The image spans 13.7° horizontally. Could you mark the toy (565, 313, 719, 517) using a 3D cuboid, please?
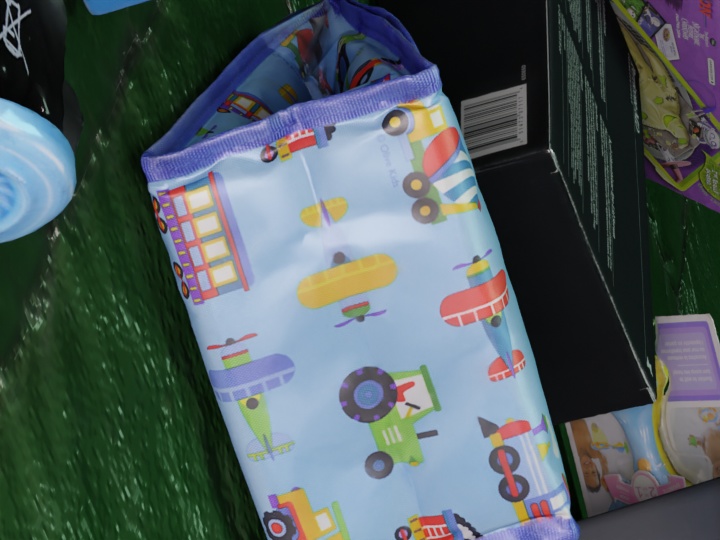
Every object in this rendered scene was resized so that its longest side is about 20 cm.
[{"bbox_3d":[0.126,0.121,1.294,0.047,0.115,0.201,-15,95,-34],"label":"toy"}]

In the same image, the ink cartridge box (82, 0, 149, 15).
[{"bbox_3d":[-0.069,-0.199,0.842,0.146,0.084,0.201,-83,155,-51],"label":"ink cartridge box"}]

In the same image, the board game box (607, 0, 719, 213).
[{"bbox_3d":[0.115,-0.115,1.301,0.032,0.120,0.200,-45,150,-23],"label":"board game box"}]

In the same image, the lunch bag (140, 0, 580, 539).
[{"bbox_3d":[0.000,0.000,0.960,0.200,0.094,0.151,-92,165,-75],"label":"lunch bag"}]

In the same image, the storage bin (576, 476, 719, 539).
[{"bbox_3d":[0.135,0.160,1.175,0.200,0.133,0.146,61,22,-46],"label":"storage bin"}]

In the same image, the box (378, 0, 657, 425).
[{"bbox_3d":[0.063,-0.056,1.203,0.201,0.078,0.141,-87,156,-47],"label":"box"}]

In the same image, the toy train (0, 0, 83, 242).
[{"bbox_3d":[-0.122,-0.061,0.485,0.200,0.114,0.087,51,33,-56],"label":"toy train"}]
